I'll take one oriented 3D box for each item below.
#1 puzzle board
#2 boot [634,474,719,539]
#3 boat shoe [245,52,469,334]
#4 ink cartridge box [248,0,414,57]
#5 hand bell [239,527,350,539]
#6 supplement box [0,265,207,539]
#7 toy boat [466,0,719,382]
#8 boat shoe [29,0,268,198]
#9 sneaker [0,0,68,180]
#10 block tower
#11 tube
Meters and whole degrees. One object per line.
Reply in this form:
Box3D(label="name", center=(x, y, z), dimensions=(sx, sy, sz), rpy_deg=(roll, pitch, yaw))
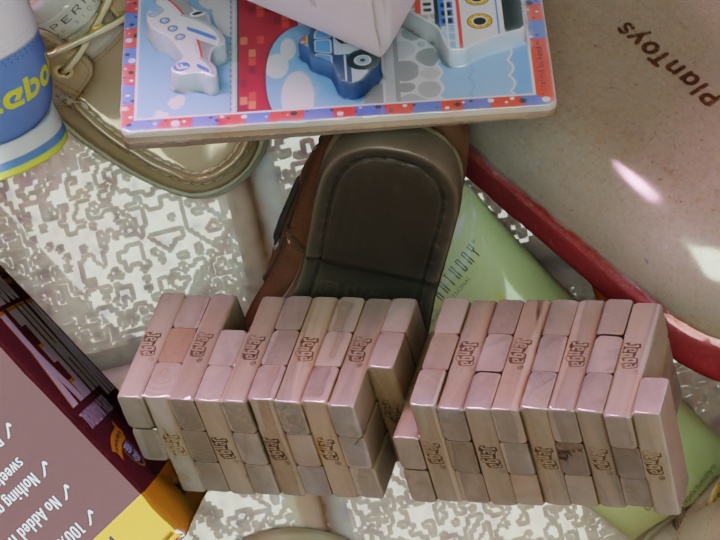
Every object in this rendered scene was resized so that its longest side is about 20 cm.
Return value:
Box3D(label="puzzle board", center=(-0.011, -0.118, 1.051), dimensions=(0.150, 0.200, 0.017), rpy_deg=(-5, 132, 1))
Box3D(label="boot", center=(0.198, 0.062, 1.035), dimensions=(0.200, 0.155, 0.073), rpy_deg=(-27, 80, -28))
Box3D(label="boat shoe", center=(0.000, 0.000, 1.077), dimensions=(0.072, 0.068, 0.200), rpy_deg=(19, 136, -9))
Box3D(label="ink cartridge box", center=(-0.048, -0.183, 1.001), dimensions=(0.199, 0.085, 0.145), rpy_deg=(24, 68, 15))
Box3D(label="hand bell", center=(-0.029, 0.160, 1.048), dimensions=(0.104, 0.200, 0.105), rpy_deg=(0, 93, 2))
Box3D(label="supplement box", center=(-0.197, 0.084, 1.080), dimensions=(0.197, 0.133, 0.200), rpy_deg=(-43, 92, 2))
Box3D(label="toy boat", center=(0.116, -0.025, 1.081), dimensions=(0.130, 0.131, 0.200), rpy_deg=(-31, 55, -24))
Box3D(label="boat shoe", center=(-0.117, -0.104, 1.101), dimensions=(0.200, 0.069, 0.074), rpy_deg=(44, 93, -1))
Box3D(label="sneaker", center=(-0.183, -0.105, 1.061), dimensions=(0.200, 0.083, 0.074), rpy_deg=(28, 50, 34))
Box3D(label="block tower", center=(0.019, 0.046, 1.024), dimensions=(0.199, 0.058, 0.054), rpy_deg=(2, 137, 21))
Box3D(label="tube", center=(0.090, 0.059, 1.118), dimensions=(0.200, 0.052, 0.058), rpy_deg=(41, 58, 2))
